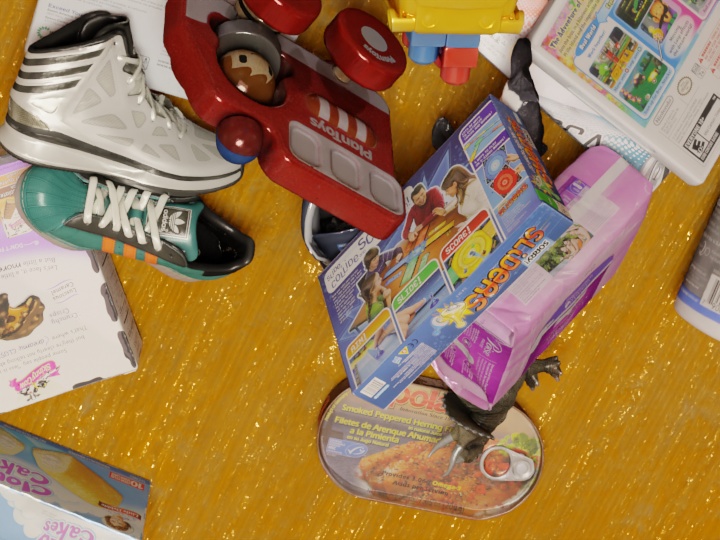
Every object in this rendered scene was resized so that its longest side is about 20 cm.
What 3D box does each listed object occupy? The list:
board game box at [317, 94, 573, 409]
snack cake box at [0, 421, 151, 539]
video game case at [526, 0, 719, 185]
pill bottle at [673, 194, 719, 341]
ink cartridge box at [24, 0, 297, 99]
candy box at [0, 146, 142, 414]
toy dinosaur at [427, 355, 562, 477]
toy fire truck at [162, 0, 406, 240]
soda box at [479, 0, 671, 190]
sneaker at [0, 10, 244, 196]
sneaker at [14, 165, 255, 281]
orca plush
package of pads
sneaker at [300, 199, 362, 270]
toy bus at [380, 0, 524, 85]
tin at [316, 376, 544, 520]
[{"bbox_3d":[0.055,-0.014,1.117,0.034,0.136,0.200,29,117,-33],"label":"board game box"},{"bbox_3d":[-0.279,0.189,1.278,0.199,0.115,0.068,24,103,-11],"label":"snack cake box"},{"bbox_3d":[0.244,-0.200,1.213,0.181,0.024,0.201,35,78,-14],"label":"video game case"},{"bbox_3d":[0.344,-0.038,1.259,0.113,0.114,0.201,19,104,-9],"label":"pill bottle"},{"bbox_3d":[-0.133,-0.222,1.159,0.195,0.043,0.201,15,129,-16],"label":"ink cartridge box"},{"bbox_3d":[-0.288,0.007,1.248,0.166,0.072,0.202,-18,106,1],"label":"candy box"},{"bbox_3d":[0.100,0.063,1.268,0.101,0.077,0.202,-13,95,-21],"label":"toy dinosaur"},{"bbox_3d":[-0.052,-0.122,1.113,0.199,0.169,0.112,29,125,-28],"label":"toy fire truck"},{"bbox_3d":[0.174,-0.149,1.241,0.200,0.064,0.068,39,100,-13],"label":"soda box"},{"bbox_3d":[-0.165,-0.127,1.167,0.199,0.076,0.116,8,116,-31],"label":"sneaker"},{"bbox_3d":[-0.168,-0.042,1.197,0.199,0.080,0.072,19,73,-40],"label":"sneaker"},{"bbox_3d":[0.114,-0.101,1.222,0.071,0.105,0.201,-23,143,-31],"label":"orca plush"},{"bbox_3d":[0.140,0.004,1.205,0.075,0.121,0.200,36,58,17],"label":"package of pads"},{"bbox_3d":[0.000,0.000,1.247,0.070,0.109,0.201,-19,106,2],"label":"sneaker"},{"bbox_3d":[0.062,-0.248,1.154,0.134,0.201,0.193,-2,126,-9],"label":"toy bus"},{"bbox_3d":[0.060,0.148,1.331,0.198,0.042,0.113,13,109,-8],"label":"tin"}]
